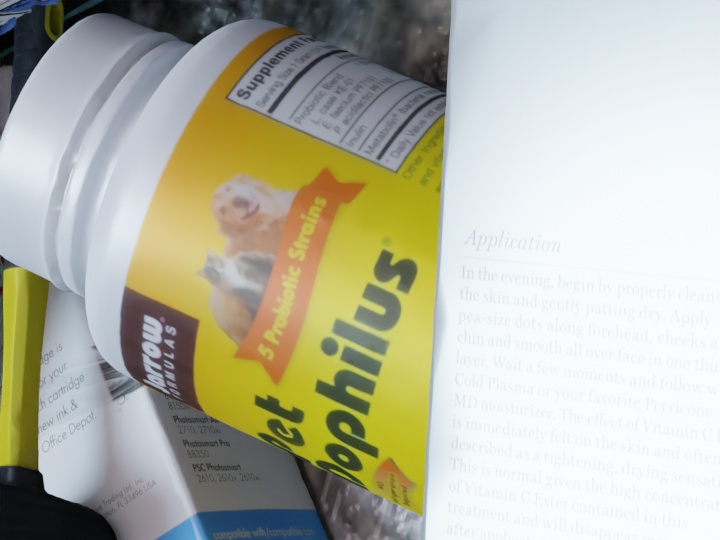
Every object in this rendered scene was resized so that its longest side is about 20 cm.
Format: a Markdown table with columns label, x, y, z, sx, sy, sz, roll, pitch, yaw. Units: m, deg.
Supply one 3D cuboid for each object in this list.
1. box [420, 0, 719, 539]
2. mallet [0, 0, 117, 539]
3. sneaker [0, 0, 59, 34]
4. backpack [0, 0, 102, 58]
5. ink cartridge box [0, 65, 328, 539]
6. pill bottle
| label | x | y | z | sx | sy | sz | roll | pitch | yaw |
| --- | --- | --- | --- | --- | --- | --- | --- | --- | --- |
| box | 0.090 | -0.006 | 0.615 | 0.097 | 0.124 | 0.201 | 6 | 94 | 38 |
| mallet | -0.095 | 0.011 | 0.826 | 0.041 | 0.066 | 0.201 | -6 | 68 | 32 |
| sneaker | -0.113 | -0.097 | 0.777 | 0.076 | 0.199 | 0.078 | -116 | 21 | -61 |
| backpack | -0.155 | -0.150 | 0.875 | 0.199 | 0.176 | 0.154 | -21 | 43 | 22 |
| ink cartridge box | -0.094 | 0.048 | 0.881 | 0.116 | 0.068 | 0.201 | -34 | 68 | 29 |
| pill bottle | 0.000 | 0.000 | 0.758 | 0.199 | 0.109 | 0.110 | 24 | 101 | 16 |
